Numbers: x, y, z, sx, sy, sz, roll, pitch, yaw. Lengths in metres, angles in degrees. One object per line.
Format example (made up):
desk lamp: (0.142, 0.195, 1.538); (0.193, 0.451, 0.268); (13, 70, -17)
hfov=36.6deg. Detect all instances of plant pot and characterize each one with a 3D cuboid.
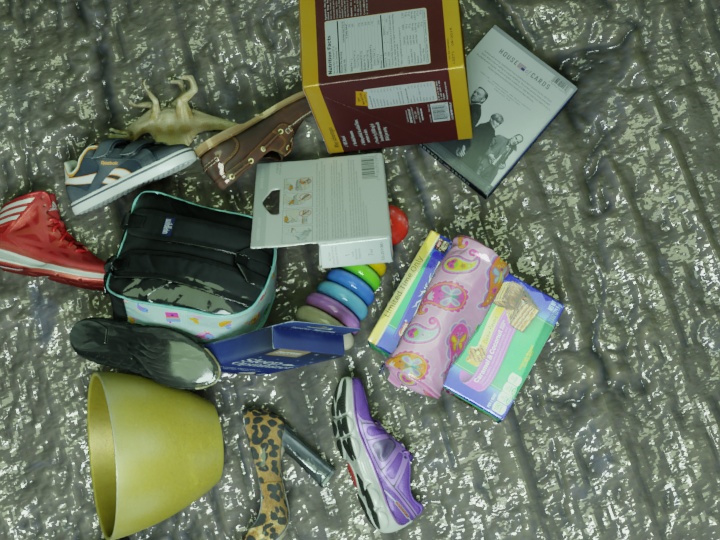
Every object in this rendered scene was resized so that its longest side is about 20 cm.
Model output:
plant pot: (-0.249, 0.218, 1.335); (0.141, 0.200, 0.202); (-4, 76, -23)

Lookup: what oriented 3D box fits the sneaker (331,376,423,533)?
sneaker: (0.021, 0.228, 1.381); (0.083, 0.081, 0.201); (-18, 84, -20)

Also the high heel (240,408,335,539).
high heel: (-0.143, 0.277, 1.358); (0.142, 0.071, 0.200); (40, 65, 3)

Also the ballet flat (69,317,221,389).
ballet flat: (-0.258, 0.097, 1.318); (0.198, 0.057, 0.067); (15, 83, 13)

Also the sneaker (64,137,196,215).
sneaker: (-0.311, -0.140, 1.423); (0.199, 0.078, 0.080); (-19, 94, 23)

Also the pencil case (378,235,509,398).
pencil case: (0.103, 0.058, 1.326); (0.087, 0.087, 0.201); (29, 81, 7)

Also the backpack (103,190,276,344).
backpack: (-0.202, 0.010, 1.371); (0.198, 0.154, 0.177); (6, 53, 8)

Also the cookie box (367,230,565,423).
cookie box: (0.134, 0.073, 1.401); (0.199, 0.075, 0.172); (29, 80, 8)

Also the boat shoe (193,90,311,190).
boat shoe: (-0.127, -0.174, 1.452); (0.199, 0.070, 0.071); (-35, 90, -26)

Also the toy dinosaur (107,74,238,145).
toy dinosaur: (-0.247, -0.214, 1.495); (0.198, 0.058, 0.102); (-5, 94, -9)

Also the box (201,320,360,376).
box: (-0.107, 0.098, 1.325); (0.199, 0.121, 0.033); (-18, 71, 41)

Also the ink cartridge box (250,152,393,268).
ink cartridge box: (-0.049, -0.077, 1.397); (0.172, 0.044, 0.201); (-6, 37, 2)

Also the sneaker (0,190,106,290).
sneaker: (-0.397, -0.045, 1.439); (0.198, 0.078, 0.117); (12, 79, 3)

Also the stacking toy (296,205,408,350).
stacking toy: (0.000, 0.000, 1.421); (0.085, 0.085, 0.201); (30, 76, 8)

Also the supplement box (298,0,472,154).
supplement box: (0.036, -0.260, 1.399); (0.198, 0.197, 0.134); (-5, 71, 7)

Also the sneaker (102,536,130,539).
sneaker: (-0.339, 0.369, 1.342); (0.198, 0.077, 0.112); (17, 84, 1)

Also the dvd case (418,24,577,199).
dvd case: (0.179, -0.219, 1.492); (0.150, 0.025, 0.200); (40, 81, 9)
